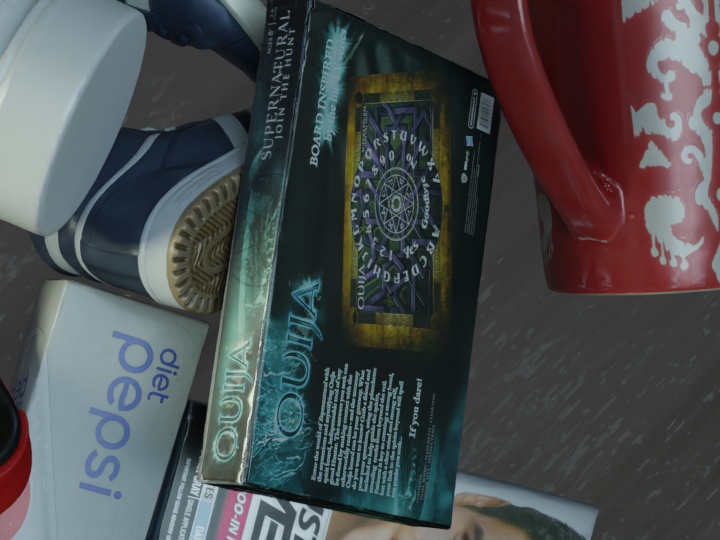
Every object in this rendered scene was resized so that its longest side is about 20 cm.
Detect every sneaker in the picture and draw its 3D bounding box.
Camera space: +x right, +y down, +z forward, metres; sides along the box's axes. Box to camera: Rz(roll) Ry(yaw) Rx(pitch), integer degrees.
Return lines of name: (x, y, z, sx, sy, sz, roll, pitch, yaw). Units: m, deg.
sneaker: (-0.124, -0.126, 0.869, 0.200, 0.075, 0.085, 36, 85, -9)
sneaker: (-0.057, -0.044, 0.890, 0.200, 0.108, 0.070, -32, 123, -48)

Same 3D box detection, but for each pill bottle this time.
pill bottle: (-0.192, -0.098, 0.789, 0.200, 0.114, 0.114, 24, 82, 3)

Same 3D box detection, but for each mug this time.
mug: (0.113, -0.091, 0.918, 0.177, 0.133, 0.200, -7, 96, -22)

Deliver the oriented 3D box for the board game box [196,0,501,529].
board game box: (0.000, 0.000, 0.844, 0.135, 0.028, 0.200, 19, 74, -47)

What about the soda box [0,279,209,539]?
soda box: (-0.130, 0.107, 0.864, 0.068, 0.063, 0.200, 19, 85, -17)

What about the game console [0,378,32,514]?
game console: (-0.244, 0.049, 0.780, 0.200, 0.031, 0.177, -17, 52, -30)

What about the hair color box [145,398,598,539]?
hair color box: (-0.002, 0.128, 0.910, 0.200, 0.061, 0.099, 16, 84, -19)
